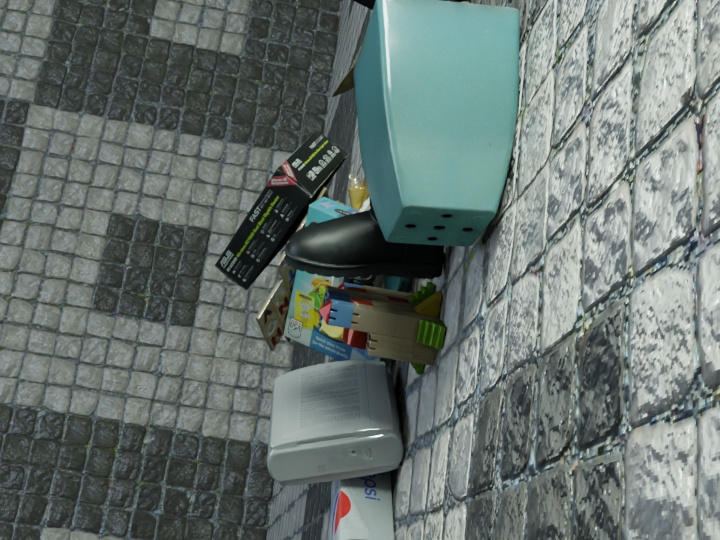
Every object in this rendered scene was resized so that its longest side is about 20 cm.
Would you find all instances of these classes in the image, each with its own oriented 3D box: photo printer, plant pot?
[{"bbox_3d":[-0.034,0.182,1.287,0.200,0.164,0.070,-98,-1,-66],"label":"photo printer"},{"bbox_3d":[0.074,-0.134,0.982,0.142,0.139,0.202,116,155,-67],"label":"plant pot"}]

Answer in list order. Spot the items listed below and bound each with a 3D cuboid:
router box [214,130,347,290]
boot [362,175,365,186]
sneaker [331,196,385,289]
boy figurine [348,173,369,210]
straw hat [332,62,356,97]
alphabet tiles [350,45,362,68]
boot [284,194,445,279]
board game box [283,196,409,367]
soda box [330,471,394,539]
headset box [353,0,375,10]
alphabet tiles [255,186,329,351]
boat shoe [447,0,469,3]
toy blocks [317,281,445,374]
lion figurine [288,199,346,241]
[{"bbox_3d":[-0.113,-0.086,1.449,0.200,0.062,0.150,-52,1,33],"label":"router box"},{"bbox_3d":[0.026,-0.134,1.547,0.202,0.070,0.145,-76,-9,-51],"label":"boot"},{"bbox_3d":[0.000,0.000,1.285,0.079,0.073,0.202,-53,-19,-61],"label":"sneaker"},{"bbox_3d":[0.022,-0.100,1.461,0.124,0.064,0.202,31,109,37],"label":"boy figurine"},{"bbox_3d":[0.050,-0.301,1.522,0.201,0.085,0.201,-48,3,4],"label":"straw hat"},{"bbox_3d":[0.055,-0.380,1.503,0.196,0.015,0.200,-49,4,-7],"label":"alphabet tiles"},{"bbox_3d":[0.019,-0.076,1.114,0.074,0.196,0.164,-99,14,-61],"label":"boot"},{"bbox_3d":[-0.015,0.023,1.376,0.047,0.150,0.202,-34,-39,-58],"label":"board game box"},{"bbox_3d":[0.001,0.307,1.216,0.201,0.067,0.064,-90,13,-58],"label":"soda box"},{"bbox_3d":[0.051,-0.407,1.294,0.094,0.198,0.174,-65,3,-20],"label":"headset box"},{"bbox_3d":[-0.084,0.008,1.415,0.201,0.007,0.168,-60,-20,-23],"label":"alphabet tiles"},{"bbox_3d":[0.086,-0.225,1.227,0.075,0.072,0.202,-114,34,-78],"label":"boat shoe"},{"bbox_3d":[0.012,0.056,1.183,0.200,0.135,0.101,-118,38,-79],"label":"toy blocks"},{"bbox_3d":[-0.051,-0.065,1.530,0.123,0.072,0.200,-57,1,-11],"label":"lion figurine"}]
